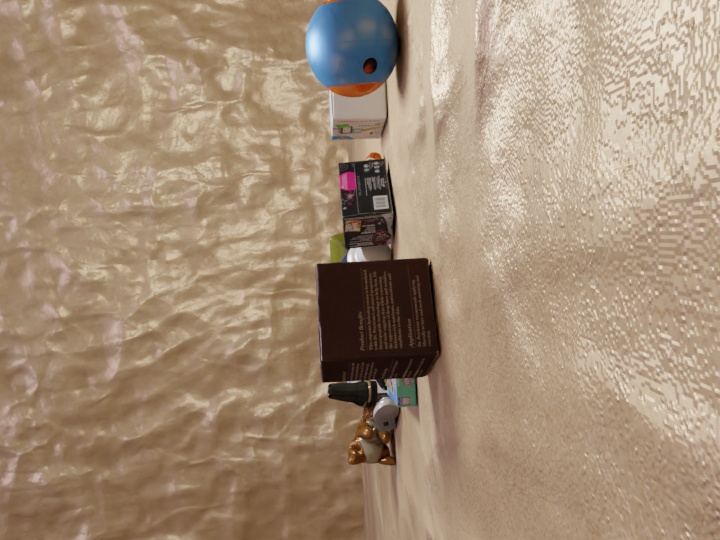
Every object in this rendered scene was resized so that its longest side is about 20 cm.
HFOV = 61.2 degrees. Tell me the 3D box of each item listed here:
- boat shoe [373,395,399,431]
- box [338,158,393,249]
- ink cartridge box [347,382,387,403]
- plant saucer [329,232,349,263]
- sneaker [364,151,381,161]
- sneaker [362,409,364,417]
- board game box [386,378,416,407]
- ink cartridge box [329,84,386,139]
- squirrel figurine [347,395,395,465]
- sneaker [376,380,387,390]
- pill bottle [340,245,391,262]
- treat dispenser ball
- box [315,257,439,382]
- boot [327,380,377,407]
[{"bbox_3d":[0.063,0.371,1.629,0.202,0.071,0.067,95,167,-58],"label":"boat shoe"},{"bbox_3d":[0.014,-0.170,1.546,0.116,0.128,0.204,86,179,-50],"label":"box"},{"bbox_3d":[0.019,0.339,1.910,0.201,0.121,0.133,98,169,-69],"label":"ink cartridge box"},{"bbox_3d":[0.001,-0.019,1.799,0.047,0.196,0.206,18,118,44],"label":"plant saucer"},{"bbox_3d":[0.042,-0.231,1.701,0.078,0.071,0.205,-61,-20,-52],"label":"sneaker"},{"bbox_3d":[0.056,0.531,2.033,0.095,0.077,0.206,40,138,55],"label":"sneaker"},{"bbox_3d":[0.086,0.209,1.344,0.200,0.043,0.158,127,140,-85],"label":"board game box"},{"bbox_3d":[-0.011,-0.447,1.616,0.200,0.142,0.151,135,133,-86],"label":"ink cartridge box"},{"bbox_3d":[0.030,0.464,1.803,0.200,0.137,0.193,128,146,-81],"label":"squirrel figurine"},{"bbox_3d":[0.075,0.268,1.590,0.084,0.070,0.201,61,170,15],"label":"sneaker"},{"bbox_3d":[0.000,0.000,1.635,0.201,0.113,0.119,-50,37,48],"label":"pill bottle"},{"bbox_3d":[-0.017,-0.467,1.263,0.201,0.194,0.208,177,90,-86],"label":"treat dispenser ball"},{"bbox_3d":[0.023,0.090,1.055,0.165,0.193,0.171,95,172,-68],"label":"box"},{"bbox_3d":[-0.038,0.335,1.683,0.201,0.134,0.080,120,150,-66],"label":"boot"}]
